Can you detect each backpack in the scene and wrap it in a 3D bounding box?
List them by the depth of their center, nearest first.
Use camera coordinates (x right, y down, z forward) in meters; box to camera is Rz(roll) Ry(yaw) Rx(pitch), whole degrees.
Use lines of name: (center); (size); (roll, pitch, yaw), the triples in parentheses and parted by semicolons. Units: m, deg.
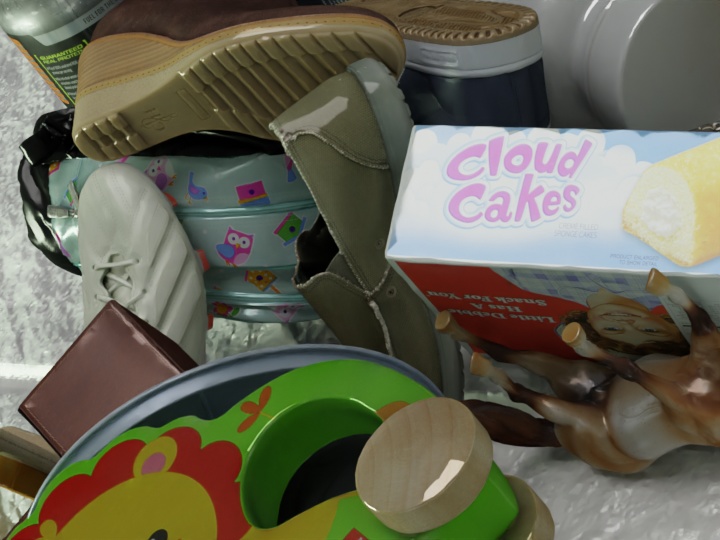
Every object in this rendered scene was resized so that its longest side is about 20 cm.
backpack: (-0.073, -0.039, 1.079); (0.199, 0.127, 0.166); (7, 22, 43)

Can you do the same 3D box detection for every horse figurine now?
horse figurine: (0.114, 0.054, 0.845); (0.199, 0.132, 0.050); (-16, 49, 49)

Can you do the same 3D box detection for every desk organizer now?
desk organizer: (-0.142, 0.119, 0.909); (0.200, 0.072, 0.077); (-49, 58, 0)

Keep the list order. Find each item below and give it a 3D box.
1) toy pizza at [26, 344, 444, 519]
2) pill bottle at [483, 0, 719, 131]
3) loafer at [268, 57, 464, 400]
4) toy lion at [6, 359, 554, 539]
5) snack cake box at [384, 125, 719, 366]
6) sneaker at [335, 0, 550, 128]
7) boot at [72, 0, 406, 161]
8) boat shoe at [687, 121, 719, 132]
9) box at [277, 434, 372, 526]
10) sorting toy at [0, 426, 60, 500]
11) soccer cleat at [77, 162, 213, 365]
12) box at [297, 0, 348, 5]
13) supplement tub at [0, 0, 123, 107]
toy pizza: (-0.053, 0.098, 0.855); (0.200, 0.200, 0.032); (-32, 49, 8)
pill bottle: (0.115, -0.130, 1.040); (0.120, 0.120, 0.200); (-43, 35, -9)
loafer: (0.000, 0.000, 0.928); (0.069, 0.201, 0.075); (-16, 20, -9)
toy lion: (-0.055, 0.110, 0.711); (0.200, 0.069, 0.191); (-47, 37, -8)
snack cake box: (0.125, -0.006, 0.844); (0.199, 0.115, 0.068); (3, 69, 26)
sneaker: (0.038, -0.085, 1.007); (0.070, 0.109, 0.200); (-21, 20, -20)
boot: (-0.055, -0.140, 1.000); (0.199, 0.072, 0.167); (-11, 44, 28)
boat shoe: (0.132, -0.024, 0.935); (0.199, 0.057, 0.067); (-33, 39, 22)
box: (-0.037, 0.167, 0.802); (0.199, 0.149, 0.125); (-33, 38, 7)
sorting toy: (-0.227, 0.088, 1.044); (0.185, 0.199, 0.037); (10, 78, 47)
soccer cleat: (-0.114, 0.046, 0.988); (0.069, 0.201, 0.077); (-8, 5, 40)
box: (0.035, -0.249, 1.251); (0.197, 0.118, 0.200); (-46, 36, -12)
supplement tub: (-0.150, -0.154, 1.235); (0.122, 0.200, 0.123); (-23, 37, 19)
